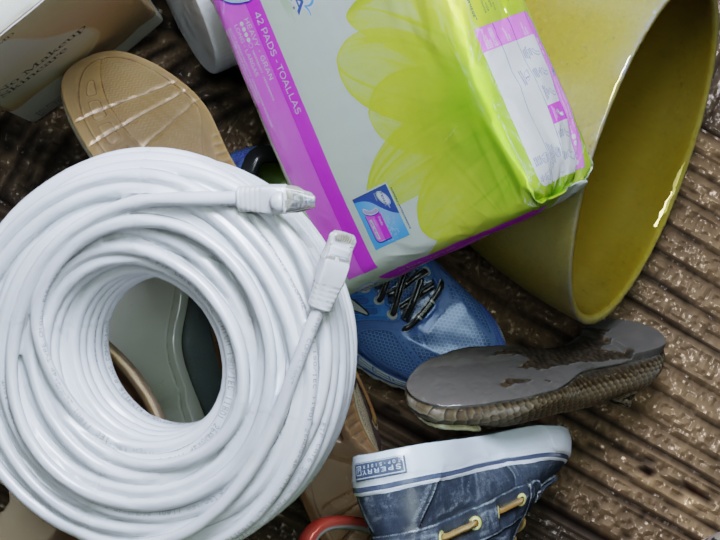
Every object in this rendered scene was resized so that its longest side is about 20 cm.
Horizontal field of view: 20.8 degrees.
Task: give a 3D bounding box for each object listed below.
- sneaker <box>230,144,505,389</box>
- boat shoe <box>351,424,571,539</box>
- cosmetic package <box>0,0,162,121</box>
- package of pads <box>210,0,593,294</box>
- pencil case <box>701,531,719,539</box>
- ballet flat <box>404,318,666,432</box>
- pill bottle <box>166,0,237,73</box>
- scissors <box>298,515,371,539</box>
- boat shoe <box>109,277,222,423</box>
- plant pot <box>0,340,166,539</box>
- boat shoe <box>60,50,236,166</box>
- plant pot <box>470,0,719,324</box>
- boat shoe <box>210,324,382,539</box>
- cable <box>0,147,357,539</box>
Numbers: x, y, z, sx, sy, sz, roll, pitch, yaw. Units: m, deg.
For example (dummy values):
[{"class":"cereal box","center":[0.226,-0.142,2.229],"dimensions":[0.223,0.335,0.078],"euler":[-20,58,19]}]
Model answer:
[{"class":"sneaker","center":[0.000,0.000,1.111],"dimensions":[0.199,0.089,0.079],"euler":[36,77,-3]},{"class":"boat shoe","center":[0.060,0.136,1.062],"dimensions":[0.070,0.200,0.092],"euler":[-12,84,31]},{"class":"cosmetic package","center":[-0.179,-0.145,1.045],"dimensions":[0.105,0.200,0.071],"euler":[-38,86,4]},{"class":"package of pads","center":[0.017,-0.106,1.001],"dimensions":[0.068,0.154,0.201],"euler":[-25,91,-50]},{"class":"pencil case","center":[0.234,0.245,1.103],"dimensions":[0.077,0.089,0.202],"euler":[-11,83,-11]},{"class":"ballet flat","center":[0.101,0.067,1.099],"dimensions":[0.199,0.067,0.047],"euler":[-12,121,-45]},{"class":"pill bottle","center":[-0.016,-0.196,1.133],"dimensions":[0.199,0.110,0.110],"euler":[-27,85,-12]},{"class":"scissors","center":[0.045,0.180,1.077],"dimensions":[0.199,0.014,0.074],"euler":[14,82,-34]},{"class":"boat shoe","center":[-0.101,0.046,1.114],"dimensions":[0.062,0.072,0.202],"euler":[6,66,-51]},{"class":"plant pot","center":[-0.199,0.121,1.058],"dimensions":[0.199,0.093,0.203],"euler":[1,79,-8]},{"class":"boat shoe","center":[-0.095,-0.035,1.054],"dimensions":[0.073,0.069,0.200],"euler":[-29,63,-25]},{"class":"plant pot","center":[0.098,-0.089,1.105],"dimensions":[0.141,0.200,0.201],"euler":[21,76,21]},{"class":"boat shoe","center":[-0.027,0.079,1.102],"dimensions":[0.072,0.072,0.201],"euler":[-29,92,-2]},{"class":"cable","center":[-0.100,0.039,0.968],"dimensions":[0.198,0.069,0.202],"euler":[14,102,15]}]
